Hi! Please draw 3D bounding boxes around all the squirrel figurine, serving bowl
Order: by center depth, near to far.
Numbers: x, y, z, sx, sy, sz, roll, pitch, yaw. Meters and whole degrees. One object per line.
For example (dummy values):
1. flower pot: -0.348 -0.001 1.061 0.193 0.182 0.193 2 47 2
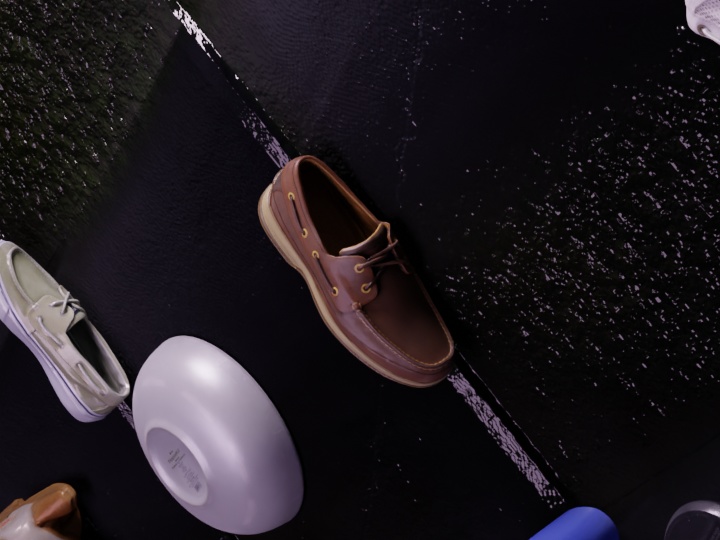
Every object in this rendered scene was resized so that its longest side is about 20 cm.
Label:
1. serving bowl: -0.143 0.162 1.782 0.200 0.066 0.200 32 141 31
2. squirrel figurine: -0.331 0.343 2.148 0.187 0.142 0.200 51 162 -12

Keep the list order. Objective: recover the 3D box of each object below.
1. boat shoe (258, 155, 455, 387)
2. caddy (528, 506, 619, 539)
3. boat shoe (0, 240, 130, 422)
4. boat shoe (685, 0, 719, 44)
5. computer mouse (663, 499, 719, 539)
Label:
1. boat shoe: 0.000 -0.001 1.453 0.200 0.072 0.068 51 149 12
2. caddy: 0.154 0.273 1.459 0.141 0.105 0.200 43 145 21
3. boat shoe: -0.289 0.051 1.887 0.062 0.072 0.200 -30 98 32
4. boat shoe: 0.253 -0.114 1.040 0.200 0.071 0.069 41 146 37
5. computer mouse: 0.277 0.233 1.291 0.200 0.053 0.139 53 134 32
